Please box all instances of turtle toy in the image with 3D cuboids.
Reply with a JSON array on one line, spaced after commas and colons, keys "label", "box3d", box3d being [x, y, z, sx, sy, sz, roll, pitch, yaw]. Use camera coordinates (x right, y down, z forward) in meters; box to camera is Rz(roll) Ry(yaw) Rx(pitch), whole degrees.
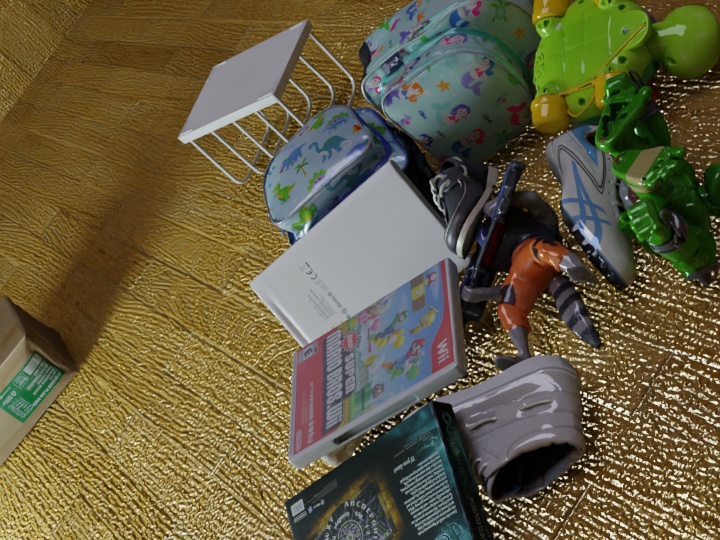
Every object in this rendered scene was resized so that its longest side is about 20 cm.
[{"label": "turtle toy", "box3d": [0.251, -0.206, 1.190, 0.199, 0.101, 0.147, -12, 68, 43]}]

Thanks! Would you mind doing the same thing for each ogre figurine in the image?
[{"label": "ogre figurine", "box3d": [0.250, -0.072, 1.029, 0.098, 0.120, 0.200, -40, 33, 9]}]

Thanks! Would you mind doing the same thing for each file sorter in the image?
[{"label": "file sorter", "box3d": [-0.120, -0.220, 1.676, 0.199, 0.124, 0.140, -16, 43, 43]}]

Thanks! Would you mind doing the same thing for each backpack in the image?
[{"label": "backpack", "box3d": [0.114, -0.217, 1.310, 0.200, 0.177, 0.151, -39, 33, 22]}, {"label": "backpack", "box3d": [-0.016, -0.095, 1.382, 0.183, 0.147, 0.200, -42, 28, 9]}]

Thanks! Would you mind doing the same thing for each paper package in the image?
[{"label": "paper package", "box3d": [-0.533, 0.167, 1.825, 0.200, 0.103, 0.190, -51, 32, -2]}]

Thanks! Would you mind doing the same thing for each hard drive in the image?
[{"label": "hard drive", "box3d": [0.000, 0.000, 1.277, 0.200, 0.132, 0.027, -40, 3, 17]}]

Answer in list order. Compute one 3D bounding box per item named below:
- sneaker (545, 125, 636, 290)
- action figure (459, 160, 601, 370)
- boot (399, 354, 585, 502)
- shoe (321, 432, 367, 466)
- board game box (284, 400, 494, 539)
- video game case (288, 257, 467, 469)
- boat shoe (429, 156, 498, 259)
[{"label": "sneaker", "box3d": [0.218, -0.065, 1.116, 0.072, 0.072, 0.201, -28, 40, 18]}, {"label": "action figure", "box3d": [0.148, 0.016, 1.132, 0.194, 0.104, 0.201, -94, 21, -57]}, {"label": "boot", "box3d": [0.099, 0.152, 1.031, 0.199, 0.073, 0.096, -35, 33, 29]}, {"label": "shoe", "box3d": [0.023, 0.108, 1.211, 0.200, 0.053, 0.070, -48, -1, -4]}, {"label": "board game box", "box3d": [0.020, 0.217, 1.041, 0.200, 0.028, 0.136, -39, 54, 34]}, {"label": "video game case", "box3d": [0.012, 0.087, 1.157, 0.199, 0.017, 0.144, -32, 35, 25]}, {"label": "boat shoe", "box3d": [0.093, -0.066, 1.215, 0.200, 0.062, 0.073, -61, -8, -68]}]
